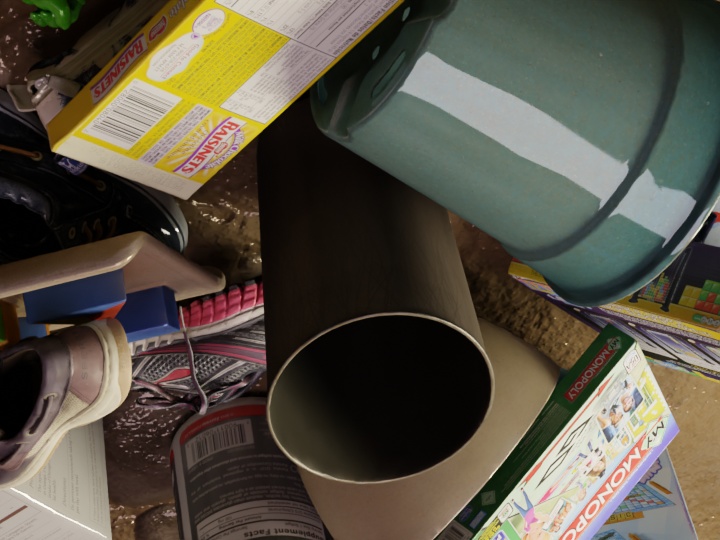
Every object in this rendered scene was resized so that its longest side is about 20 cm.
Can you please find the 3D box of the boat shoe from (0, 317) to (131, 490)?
[{"bbox_3d":[-0.209,0.081,1.138,0.065,0.072,0.200,5,156,-37],"label":"boat shoe"}]

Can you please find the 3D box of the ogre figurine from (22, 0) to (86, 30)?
[{"bbox_3d":[-0.147,-0.194,0.985,0.120,0.099,0.200,32,167,-33],"label":"ogre figurine"}]

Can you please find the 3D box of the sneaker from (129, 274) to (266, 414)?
[{"bbox_3d":[-0.125,0.065,1.278,0.199,0.075,0.081,-21,180,21],"label":"sneaker"}]

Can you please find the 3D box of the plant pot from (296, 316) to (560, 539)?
[{"bbox_3d":[0.024,0.097,1.320,0.134,0.200,0.200,42,123,-2],"label":"plant pot"}]

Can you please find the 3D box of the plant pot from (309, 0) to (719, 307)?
[{"bbox_3d":[0.089,-0.107,1.092,0.195,0.201,0.200,24,128,-26],"label":"plant pot"}]

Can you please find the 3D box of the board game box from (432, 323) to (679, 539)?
[{"bbox_3d":[0.137,0.149,1.314,0.200,0.029,0.135,-49,142,-11],"label":"board game box"}]

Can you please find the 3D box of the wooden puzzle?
[{"bbox_3d":[-0.191,0.027,1.159,0.184,0.047,0.200,-14,172,10],"label":"wooden puzzle"}]

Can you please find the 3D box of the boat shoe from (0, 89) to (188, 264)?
[{"bbox_3d":[-0.183,-0.029,1.173,0.071,0.091,0.200,-35,135,24],"label":"boat shoe"}]

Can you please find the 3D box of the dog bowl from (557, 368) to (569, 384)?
[{"bbox_3d":[0.109,0.154,1.413,0.200,0.111,0.050,-45,121,-8],"label":"dog bowl"}]

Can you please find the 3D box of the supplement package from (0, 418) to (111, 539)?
[{"bbox_3d":[-0.283,0.129,1.304,0.117,0.117,0.200,-30,136,22],"label":"supplement package"}]

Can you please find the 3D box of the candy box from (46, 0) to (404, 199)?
[{"bbox_3d":[-0.073,-0.116,1.031,0.102,0.027,0.200,18,133,-45],"label":"candy box"}]

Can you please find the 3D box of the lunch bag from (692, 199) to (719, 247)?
[{"bbox_3d":[0.298,-0.071,1.266,0.199,0.076,0.161,4,134,-20],"label":"lunch bag"}]

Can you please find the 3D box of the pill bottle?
[{"bbox_3d":[-0.074,0.202,1.377,0.115,0.201,0.116,-7,140,-6],"label":"pill bottle"}]

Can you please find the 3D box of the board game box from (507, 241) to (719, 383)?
[{"bbox_3d":[0.224,0.028,1.276,0.165,0.199,0.057,32,80,-39],"label":"board game box"}]

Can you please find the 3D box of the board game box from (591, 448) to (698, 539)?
[{"bbox_3d":[0.164,0.227,1.469,0.199,0.200,0.041,-14,140,3],"label":"board game box"}]

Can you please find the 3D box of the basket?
[{"bbox_3d":[0.000,0.000,1.163,0.135,0.201,0.181,-7,143,-3],"label":"basket"}]

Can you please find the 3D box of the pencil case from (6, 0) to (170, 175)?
[{"bbox_3d":[-0.106,-0.138,1.078,0.200,0.078,0.089,-37,161,26],"label":"pencil case"}]
